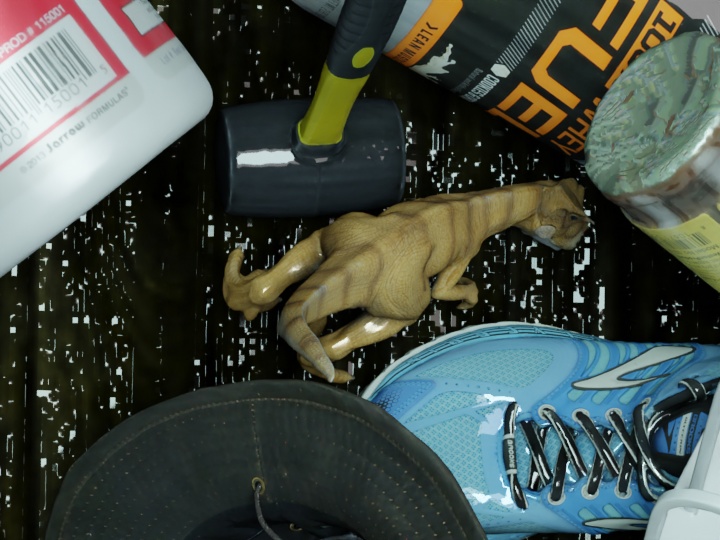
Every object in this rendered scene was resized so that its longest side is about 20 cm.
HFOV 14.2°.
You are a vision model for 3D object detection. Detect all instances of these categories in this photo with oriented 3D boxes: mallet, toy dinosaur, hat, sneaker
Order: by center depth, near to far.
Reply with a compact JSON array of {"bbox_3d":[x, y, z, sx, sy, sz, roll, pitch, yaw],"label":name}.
[{"bbox_3d":[0.005,-0.064,0.927,0.066,0.200,0.041,-1,71,-18],"label":"mallet"},{"bbox_3d":[-0.013,0.124,0.954,0.081,0.200,0.201,-5,88,-54],"label":"hat"},{"bbox_3d":[0.000,0.000,0.958,0.200,0.106,0.060,-28,87,-50],"label":"toy dinosaur"},{"bbox_3d":[0.093,0.053,0.990,0.199,0.090,0.079,-6,89,-12],"label":"sneaker"}]

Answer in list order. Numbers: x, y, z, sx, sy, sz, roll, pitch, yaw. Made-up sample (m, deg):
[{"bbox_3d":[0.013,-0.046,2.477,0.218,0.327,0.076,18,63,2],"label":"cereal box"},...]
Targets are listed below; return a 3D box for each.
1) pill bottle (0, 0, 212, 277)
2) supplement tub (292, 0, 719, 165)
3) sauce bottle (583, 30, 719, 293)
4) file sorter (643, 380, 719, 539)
[{"bbox_3d":[-0.148,-0.100,0.937,0.112,0.112,0.200,-38,95,-10],"label":"pill bottle"},{"bbox_3d":[0.083,-0.101,0.979,0.200,0.123,0.123,28,83,-9],"label":"supplement tub"},{"bbox_3d":[0.155,-0.001,0.937,0.200,0.065,0.065,38,80,-34],"label":"sauce bottle"},{"bbox_3d":[0.140,0.114,0.850,0.139,0.125,0.200,25,64,11],"label":"file sorter"}]
